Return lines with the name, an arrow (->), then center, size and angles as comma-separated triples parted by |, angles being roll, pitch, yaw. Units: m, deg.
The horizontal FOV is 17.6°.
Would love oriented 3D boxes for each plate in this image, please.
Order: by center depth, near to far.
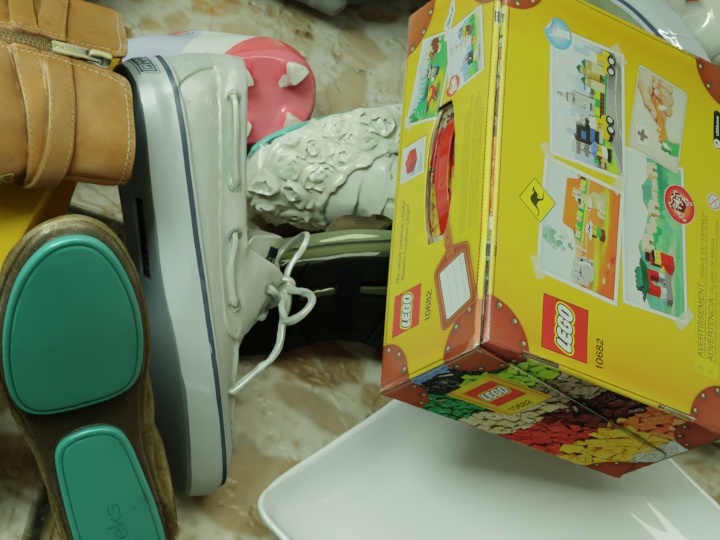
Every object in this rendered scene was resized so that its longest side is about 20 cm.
plate -> 0.078, 0.137, 1.092 | 0.200, 0.032, 0.199 | 45, 51, 15

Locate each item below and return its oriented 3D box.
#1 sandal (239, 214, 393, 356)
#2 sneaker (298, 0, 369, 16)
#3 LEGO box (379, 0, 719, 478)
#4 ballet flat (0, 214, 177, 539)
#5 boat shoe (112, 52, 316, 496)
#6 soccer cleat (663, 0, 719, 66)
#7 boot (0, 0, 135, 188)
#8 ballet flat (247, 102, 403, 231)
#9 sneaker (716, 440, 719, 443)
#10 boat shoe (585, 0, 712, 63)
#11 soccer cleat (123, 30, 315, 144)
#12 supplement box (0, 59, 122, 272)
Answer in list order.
sandal -> -0.001, -0.001, 1.143 | 0.200, 0.080, 0.057 | 2, 39, -21
sneaker -> -0.002, -0.218, 1.324 | 0.115, 0.075, 0.200 | 29, 58, -6
LEGO box -> 0.095, -0.022, 1.098 | 0.149, 0.077, 0.201 | 21, 60, -30
ballet flat -> -0.117, 0.044, 0.989 | 0.068, 0.201, 0.072 | -15, 38, -5
boat shoe -> -0.059, 0.000, 1.053 | 0.086, 0.075, 0.203 | -11, 102, -22
soccer cleat -> 0.186, -0.186, 1.382 | 0.077, 0.069, 0.200 | 32, 32, -37
boot -> -0.176, -0.118, 0.985 | 0.154, 0.074, 0.201 | 2, 65, -21
ballet flat -> 0.035, -0.050, 1.193 | 0.199, 0.072, 0.072 | -12, 59, -28
sneaker -> 0.203, 0.050, 1.197 | 0.199, 0.075, 0.087 | 2, 59, -11
boat shoe -> 0.165, -0.080, 1.278 | 0.062, 0.072, 0.200 | -21, 64, -28
soccer cleat -> -0.120, -0.093, 1.179 | 0.199, 0.067, 0.076 | -2, 17, -21
supplement box -> -0.241, -0.040, 1.030 | 0.199, 0.133, 0.198 | 25, 48, -3
